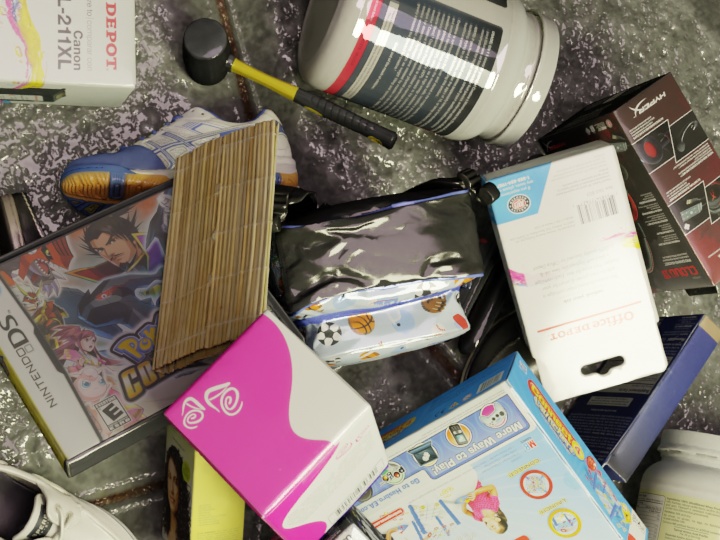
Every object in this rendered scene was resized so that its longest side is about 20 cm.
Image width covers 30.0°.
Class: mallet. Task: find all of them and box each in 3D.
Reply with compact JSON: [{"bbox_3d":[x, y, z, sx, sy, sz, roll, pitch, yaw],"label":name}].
[{"bbox_3d":[-0.061,-0.154,1.129,0.199,0.066,0.041,24,76,9],"label":"mallet"}]

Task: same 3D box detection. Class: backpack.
[{"bbox_3d":[0.000,0.000,1.111,0.198,0.190,0.156,-6,94,-15],"label":"backpack"}]

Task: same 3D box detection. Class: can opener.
[{"bbox_3d":[0.130,-0.017,1.229,0.063,0.079,0.201,38,83,-22],"label":"can opener"}]

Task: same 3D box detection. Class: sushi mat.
[{"bbox_3d":[-0.106,-0.022,1.002,0.012,0.095,0.201,44,36,-44],"label":"sushi mat"}]

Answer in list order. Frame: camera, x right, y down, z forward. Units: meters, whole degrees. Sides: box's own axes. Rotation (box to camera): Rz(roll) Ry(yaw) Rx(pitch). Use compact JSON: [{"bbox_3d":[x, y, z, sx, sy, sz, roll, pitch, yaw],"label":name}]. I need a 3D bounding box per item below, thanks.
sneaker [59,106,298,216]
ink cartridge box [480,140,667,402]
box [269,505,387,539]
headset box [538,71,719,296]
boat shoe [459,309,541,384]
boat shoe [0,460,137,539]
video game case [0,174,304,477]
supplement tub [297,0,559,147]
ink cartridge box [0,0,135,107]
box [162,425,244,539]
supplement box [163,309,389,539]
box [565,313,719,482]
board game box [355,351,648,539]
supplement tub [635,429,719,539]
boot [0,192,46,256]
[{"bbox_3d":[-0.155,-0.092,1.135,0.198,0.075,0.089,-3,66,-20],"label":"sneaker"},{"bbox_3d":[0.185,0.000,1.170,0.114,0.068,0.202,-15,98,2],"label":"ink cartridge box"},{"bbox_3d":[-0.048,0.292,1.076,0.200,0.132,0.115,-44,100,-2],"label":"box"},{"bbox_3d":[0.271,-0.065,1.237,0.075,0.148,0.201,-34,98,-18],"label":"headset box"},{"bbox_3d":[0.175,0.062,1.238,0.201,0.063,0.074,-36,100,-18],"label":"boat shoe"},{"bbox_3d":[-0.258,0.196,1.064,0.199,0.066,0.072,37,74,-14],"label":"boat shoe"},{"bbox_3d":[-0.172,0.034,1.005,0.199,0.026,0.181,-27,63,-23],"label":"video game case"},{"bbox_3d":[0.057,-0.197,1.173,0.199,0.140,0.142,19,79,-17],"label":"supplement tub"},{"bbox_3d":[-0.283,-0.214,1.080,0.198,0.083,0.147,0,85,-20],"label":"ink cartridge box"},{"bbox_3d":[-0.123,0.135,1.082,0.050,0.075,0.202,-2,105,-27],"label":"box"},{"bbox_3d":[-0.052,0.121,0.954,0.103,0.200,0.101,43,79,15],"label":"supplement box"},{"bbox_3d":[0.236,0.127,1.223,0.032,0.121,0.200,43,74,-13],"label":"box"},{"bbox_3d":[0.106,0.201,1.139,0.196,0.199,0.056,53,27,-9],"label":"board game box"},{"bbox_3d":[0.318,0.257,1.229,0.144,0.145,0.202,17,80,-18],"label":"supplement tub"},{"bbox_3d":[-0.200,0.011,1.097,0.150,0.073,0.201,-24,98,-19],"label":"boot"}]
